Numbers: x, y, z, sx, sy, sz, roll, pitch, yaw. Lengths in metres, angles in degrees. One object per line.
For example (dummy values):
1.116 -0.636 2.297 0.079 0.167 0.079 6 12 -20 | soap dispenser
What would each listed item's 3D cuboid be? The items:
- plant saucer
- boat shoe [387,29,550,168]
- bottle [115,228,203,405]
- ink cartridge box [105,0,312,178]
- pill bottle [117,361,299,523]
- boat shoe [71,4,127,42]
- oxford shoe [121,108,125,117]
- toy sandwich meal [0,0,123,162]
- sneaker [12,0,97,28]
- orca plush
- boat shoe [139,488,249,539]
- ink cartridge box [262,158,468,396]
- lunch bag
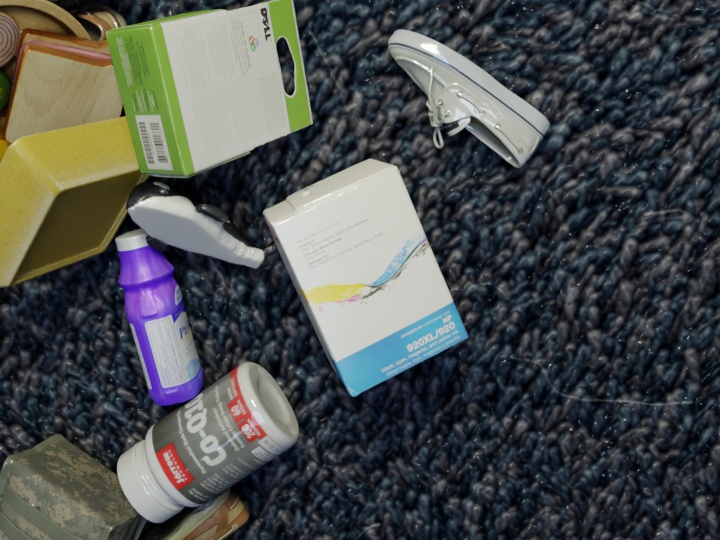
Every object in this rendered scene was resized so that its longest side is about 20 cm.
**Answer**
-0.300 -0.064 0.895 0.048 0.200 0.200 45 122 9 | plant saucer
0.103 -0.174 0.939 0.201 0.075 0.087 32 87 -13 | boat shoe
-0.236 0.052 1.011 0.065 0.084 0.202 -12 104 -2 | bottle
-0.149 -0.198 0.913 0.075 0.199 0.149 7 116 38 | ink cartridge box
-0.183 0.208 1.032 0.199 0.114 0.114 -34 102 8 | pill bottle
-0.356 -0.255 0.937 0.197 0.072 0.077 -8 105 4 | boat shoe
-0.299 -0.182 0.964 0.197 0.058 0.076 1 108 3 | oxford shoe
-0.334 -0.173 0.858 0.204 0.070 0.207 -24 138 -23 | toy sandwich meal
-0.292 -0.302 0.885 0.090 0.076 0.201 34 78 -1 | sneaker
-0.171 -0.064 0.972 0.198 0.072 0.105 15 147 -31 | orca plush
-0.224 0.349 1.097 0.200 0.076 0.074 -40 103 12 | boat shoe
0.000 0.000 0.943 0.143 0.147 0.202 -26 103 -6 | ink cartridge box
-0.374 0.334 1.063 0.163 0.117 0.202 30 106 13 | lunch bag
